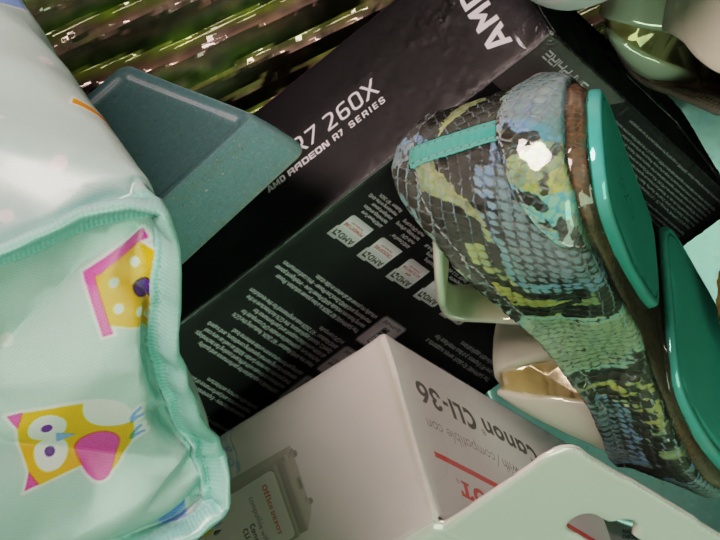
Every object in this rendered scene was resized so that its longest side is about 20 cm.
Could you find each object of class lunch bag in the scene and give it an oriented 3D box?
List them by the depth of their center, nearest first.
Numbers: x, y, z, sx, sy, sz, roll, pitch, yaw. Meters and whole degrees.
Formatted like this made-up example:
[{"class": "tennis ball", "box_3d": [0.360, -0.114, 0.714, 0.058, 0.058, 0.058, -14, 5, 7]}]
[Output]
[{"class": "lunch bag", "box_3d": [-0.153, 0.012, 0.581, 0.200, 0.170, 0.122, -25, 136, -13]}]

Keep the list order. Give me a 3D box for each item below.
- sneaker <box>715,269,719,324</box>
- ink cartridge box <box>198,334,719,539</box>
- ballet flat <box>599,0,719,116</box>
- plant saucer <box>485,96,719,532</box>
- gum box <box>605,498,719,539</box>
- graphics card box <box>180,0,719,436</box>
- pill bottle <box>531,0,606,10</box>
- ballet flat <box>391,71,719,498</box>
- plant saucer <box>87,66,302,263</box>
[{"class": "sneaker", "box_3d": [0.184, -0.041, 0.791, 0.200, 0.076, 0.088, -54, 139, -3]}, {"class": "ink cartridge box", "box_3d": [0.000, 0.091, 0.778, 0.200, 0.068, 0.116, -31, 144, 21]}, {"class": "ballet flat", "box_3d": [0.100, -0.071, 0.691, 0.064, 0.200, 0.067, 5, 103, -24]}, {"class": "plant saucer", "box_3d": [0.133, -0.001, 0.865, 0.201, 0.039, 0.201, -3, 120, -6]}, {"class": "gum box", "box_3d": [0.151, 0.116, 0.960, 0.200, 0.066, 0.114, 3, 140, 6]}, {"class": "graphics card box", "box_3d": [0.000, 0.000, 0.774, 0.200, 0.051, 0.125, -37, 142, 16]}, {"class": "pill bottle", "box_3d": [0.116, -0.151, 0.656, 0.200, 0.113, 0.113, -23, 143, -15]}, {"class": "ballet flat", "box_3d": [0.061, 0.009, 0.738, 0.074, 0.074, 0.200, -34, 142, -1]}, {"class": "plant saucer", "box_3d": [-0.105, 0.016, 0.661, 0.200, 0.070, 0.019, -43, 133, -23]}]
